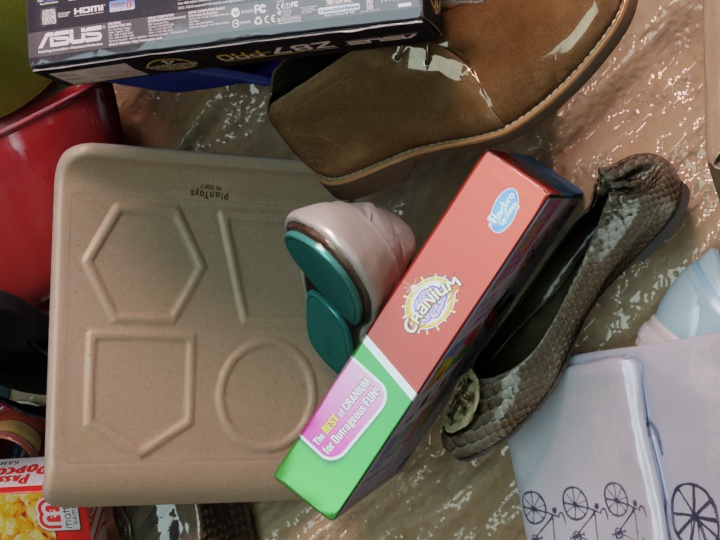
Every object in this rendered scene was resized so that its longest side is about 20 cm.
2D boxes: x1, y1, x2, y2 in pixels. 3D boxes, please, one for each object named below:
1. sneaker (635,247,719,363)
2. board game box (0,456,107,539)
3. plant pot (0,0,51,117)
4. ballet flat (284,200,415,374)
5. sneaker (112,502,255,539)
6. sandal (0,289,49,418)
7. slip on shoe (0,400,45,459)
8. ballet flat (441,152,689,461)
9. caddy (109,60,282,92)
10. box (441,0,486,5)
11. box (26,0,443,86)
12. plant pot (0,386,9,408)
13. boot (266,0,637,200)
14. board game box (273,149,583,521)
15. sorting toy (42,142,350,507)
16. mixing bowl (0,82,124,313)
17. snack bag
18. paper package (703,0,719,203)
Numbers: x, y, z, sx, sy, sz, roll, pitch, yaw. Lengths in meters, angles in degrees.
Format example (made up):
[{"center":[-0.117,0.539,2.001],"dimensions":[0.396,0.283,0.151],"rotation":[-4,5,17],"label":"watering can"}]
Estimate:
[{"center":[0.243,0.059,0.860],"dimensions":[0.199,0.074,0.082],"rotation":[33,105,17],"label":"sneaker"},{"center":[-0.248,0.190,0.984],"dimensions":[0.198,0.046,0.153],"rotation":[-3,111,3],"label":"board game box"},{"center":[-0.284,-0.200,0.975],"dimensions":[0.185,0.200,0.189],"rotation":[-4,80,21],"label":"plant pot"},{"center":[0.000,0.000,0.881],"dimensions":[0.069,0.200,0.070],"rotation":[-1,69,2],"label":"ballet flat"},{"center":[-0.109,0.164,1.001],"dimensions":[0.075,0.070,0.202],"rotation":[-7,83,38],"label":"sneaker"},{"center":[-0.189,0.057,0.948],"dimensions":[0.075,0.200,0.045],"rotation":[-23,72,10],"label":"sandal"},{"center":[-0.243,0.178,1.035],"dimensions":[0.073,0.061,0.202],"rotation":[23,97,2],"label":"slip on shoe"},{"center":[0.104,0.017,0.907],"dimensions":[0.046,0.067,0.200],"rotation":[36,95,-27],"label":"ballet flat"},{"center":[-0.094,-0.175,0.928],"dimensions":[0.104,0.199,0.143],"rotation":[-8,85,36],"label":"caddy"},{"center":[0.035,-0.190,0.885],"dimensions":[0.127,0.109,0.202],"rotation":[5,114,19],"label":"box"},{"center":[-0.065,-0.181,0.792],"dimensions":[0.198,0.049,0.163],"rotation":[-6,85,15],"label":"box"},{"center":[-0.340,0.064,1.039],"dimensions":[0.198,0.135,0.202],"rotation":[0,89,19],"label":"plant pot"},{"center":[0.040,-0.102,0.806],"dimensions":[0.199,0.075,0.074],"rotation":[-25,41,29],"label":"boot"},{"center":[0.042,0.030,0.891],"dimensions":[0.040,0.153,0.201],"rotation":[35,100,10],"label":"board game box"},{"center":[-0.092,0.034,0.948],"dimensions":[0.036,0.184,0.202],"rotation":[8,95,60],"label":"sorting toy"},{"center":[-0.213,-0.028,0.980],"dimensions":[0.199,0.200,0.109],"rotation":[-22,103,18],"label":"mixing bowl"},{"center":[0.159,0.132,0.869],"dimensions":[0.199,0.021,0.191],"rotation":[-14,84,50],"label":"snack bag"},{"center":[0.224,-0.097,0.783],"dimensions":[0.102,0.200,0.193],"rotation":[-1,70,19],"label":"paper package"}]
